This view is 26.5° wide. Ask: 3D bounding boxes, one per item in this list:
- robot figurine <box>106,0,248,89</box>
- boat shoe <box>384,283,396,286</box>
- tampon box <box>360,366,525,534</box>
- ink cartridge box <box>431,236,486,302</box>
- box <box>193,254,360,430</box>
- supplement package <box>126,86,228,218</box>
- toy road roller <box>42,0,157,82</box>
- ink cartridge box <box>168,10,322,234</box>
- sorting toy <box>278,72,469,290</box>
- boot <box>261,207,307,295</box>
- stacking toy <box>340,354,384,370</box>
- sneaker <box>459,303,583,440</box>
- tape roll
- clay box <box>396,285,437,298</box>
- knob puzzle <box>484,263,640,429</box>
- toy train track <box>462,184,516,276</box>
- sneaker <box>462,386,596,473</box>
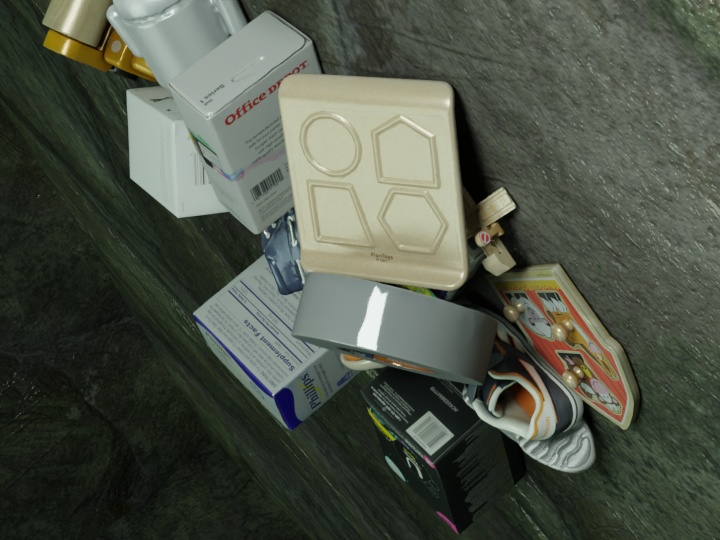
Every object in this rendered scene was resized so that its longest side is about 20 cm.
[{"bbox_3d":[-0.209,-0.287,1.741,0.169,0.113,0.201,-9,130,25],"label":"robot figurine"},{"bbox_3d":[0.005,0.010,1.656,0.201,0.069,0.074,62,-154,-8],"label":"boat shoe"},{"bbox_3d":[0.107,0.207,1.939,0.150,0.126,0.200,42,163,34],"label":"tampon box"},{"bbox_3d":[0.051,-0.067,1.625,0.200,0.043,0.198,49,164,8],"label":"ink cartridge box"},{"bbox_3d":[-0.088,0.076,2.063,0.184,0.200,0.105,42,163,31],"label":"box"},{"bbox_3d":[-0.200,-0.149,1.840,0.200,0.116,0.118,-146,51,-60],"label":"supplement package"},{"bbox_3d":[-0.270,-0.290,1.839,0.145,0.124,0.200,26,-174,24],"label":"toy road roller"},{"bbox_3d":[-0.108,-0.161,1.675,0.084,0.145,0.200,40,162,35],"label":"ink cartridge box"},{"bbox_3d":[0.016,-0.087,1.458,0.184,0.036,0.201,7,115,27],"label":"sorting toy"},{"bbox_3d":[-0.086,-0.068,1.835,0.073,0.090,0.201,-40,-66,-68],"label":"boot"},{"bbox_3d":[0.000,0.000,1.751,0.201,0.146,0.146,59,164,-14],"label":"stacking toy"},{"bbox_3d":[0.145,0.108,1.651,0.200,0.079,0.079,38,129,32],"label":"sneaker"},{"bbox_3d":[0.034,0.059,1.522,0.199,0.067,0.200,15,174,2],"label":"tape roll"},{"bbox_3d":[0.026,-0.052,1.556,0.200,0.048,0.115,53,169,-7],"label":"clay box"},{"bbox_3d":[0.209,0.085,1.540,0.220,0.030,0.220,47,164,17],"label":"knob puzzle"},{"bbox_3d":[0.079,-0.079,1.472,0.201,0.032,0.115,56,144,1],"label":"toy train track"},{"bbox_3d":[0.204,0.170,1.718,0.082,0.075,0.200,37,180,-39],"label":"sneaker"}]
